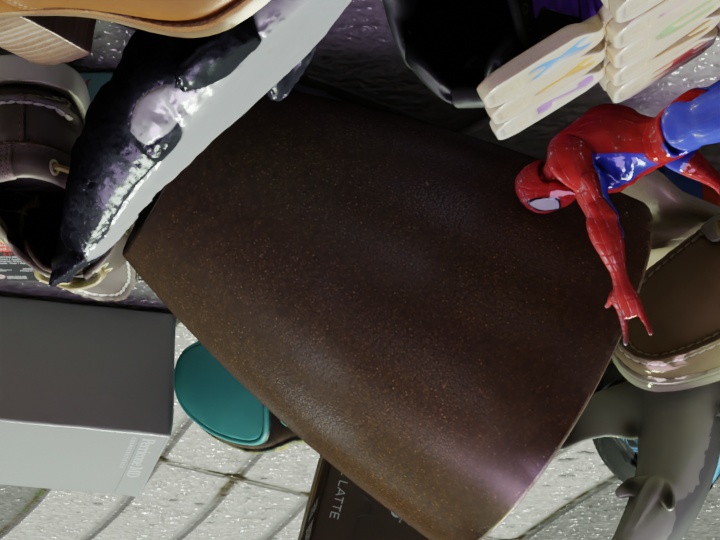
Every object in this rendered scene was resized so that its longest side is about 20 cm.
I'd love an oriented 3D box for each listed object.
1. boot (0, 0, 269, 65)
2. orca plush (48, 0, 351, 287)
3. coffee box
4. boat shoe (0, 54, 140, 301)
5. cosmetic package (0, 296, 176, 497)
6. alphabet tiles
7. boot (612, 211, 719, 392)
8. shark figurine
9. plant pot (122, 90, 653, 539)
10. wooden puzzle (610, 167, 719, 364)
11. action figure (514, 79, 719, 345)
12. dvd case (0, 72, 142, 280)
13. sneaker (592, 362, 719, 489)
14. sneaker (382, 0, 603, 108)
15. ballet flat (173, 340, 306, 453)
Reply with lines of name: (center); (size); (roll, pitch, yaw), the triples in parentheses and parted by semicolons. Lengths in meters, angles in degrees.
boot: (-0.115, -0.142, 0.772); (0.200, 0.074, 0.155); (-20, 145, 34)
orca plush: (-0.078, -0.087, 0.874); (0.200, 0.071, 0.105); (-49, 167, 35)
coffee box: (0.010, 0.142, 1.317); (0.080, 0.114, 0.200); (15, 166, -2)
boat shoe: (-0.140, -0.027, 0.997); (0.072, 0.060, 0.200); (-2, 155, 4)
cosmetic package: (-0.213, 0.070, 1.241); (0.200, 0.090, 0.107); (8, 152, -11)
alphabet tiles: (0.131, -0.105, 0.776); (0.196, 0.015, 0.200); (-32, 172, 3)
boot: (0.188, -0.034, 0.958); (0.200, 0.072, 0.155); (-31, 150, 1)
shark figurine: (0.136, 0.111, 1.029); (0.128, 0.215, 0.090); (19, 158, 25)
plant pot: (0.000, 0.000, 0.984); (0.200, 0.187, 0.187); (30, 150, -8)
wooden puzzle: (0.158, 0.003, 1.140); (0.200, 0.046, 0.185); (23, 147, -33)
action figure: (0.152, -0.040, 0.870); (0.200, 0.099, 0.065); (-18, -169, 39)
dvd case: (-0.174, -0.042, 1.062); (0.146, 0.022, 0.200); (0, 157, 1)
sneaker: (0.164, 0.086, 1.163); (0.073, 0.082, 0.200); (4, 154, 0)
sneaker: (0.050, -0.101, 0.824); (0.070, 0.100, 0.200); (-10, 154, 28)
ballet flat: (-0.029, 0.068, 1.175); (0.071, 0.071, 0.200); (17, 170, -34)
